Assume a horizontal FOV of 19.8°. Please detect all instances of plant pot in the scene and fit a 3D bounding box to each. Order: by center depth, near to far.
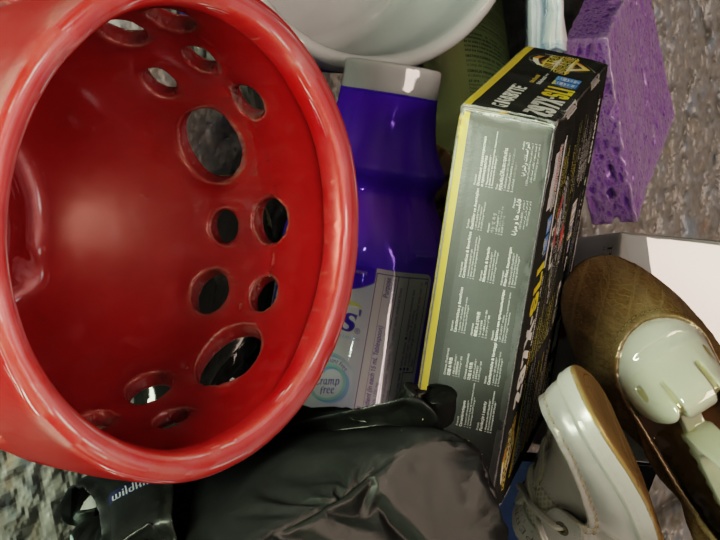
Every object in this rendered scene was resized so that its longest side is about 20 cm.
[{"bbox_3d":[-0.130,-0.018,0.848,0.200,0.182,0.201,-1,91,-49],"label":"plant pot"}]

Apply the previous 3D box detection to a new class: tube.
[{"bbox_3d":[0.059,-0.114,1.137,0.058,0.052,0.200,94,-7,-61],"label":"tube"}]

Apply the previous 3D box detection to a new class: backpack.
[{"bbox_3d":[-0.047,0.129,0.891,0.167,0.200,0.127,-22,98,-30],"label":"backpack"}]

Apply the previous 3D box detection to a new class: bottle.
[{"bbox_3d":[0.000,0.000,0.986,0.065,0.083,0.201,4,98,-46],"label":"bottle"}]

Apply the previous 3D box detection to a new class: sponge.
[{"bbox_3d":[0.156,-0.112,1.231,0.200,0.030,0.112,-56,137,-64],"label":"sponge"}]

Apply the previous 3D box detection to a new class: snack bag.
[{"bbox_3d":[0.102,-0.121,1.152,0.189,0.021,0.201,-39,128,-85],"label":"snack bag"}]

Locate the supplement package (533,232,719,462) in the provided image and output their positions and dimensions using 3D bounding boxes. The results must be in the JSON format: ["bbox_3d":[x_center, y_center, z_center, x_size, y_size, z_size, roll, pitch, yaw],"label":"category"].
[{"bbox_3d":[0.162,0.045,1.158,0.119,0.200,0.122,6,87,-12],"label":"supplement package"}]

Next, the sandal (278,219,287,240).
[{"bbox_3d":[0.016,-0.025,1.133,0.200,0.043,0.076,-22,118,-51],"label":"sandal"}]

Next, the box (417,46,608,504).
[{"bbox_3d":[0.071,0.004,0.995,0.160,0.049,0.201,-43,144,-67],"label":"box"}]

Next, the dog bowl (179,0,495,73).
[{"bbox_3d":[-0.014,-0.198,1.025,0.200,0.079,0.201,-4,96,-37],"label":"dog bowl"}]

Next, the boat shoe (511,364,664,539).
[{"bbox_3d":[0.109,0.119,1.014,0.200,0.069,0.071,64,9,-51],"label":"boat shoe"}]

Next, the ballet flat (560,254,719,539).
[{"bbox_3d":[0.168,0.081,1.018,0.068,0.072,0.200,-29,100,-5],"label":"ballet flat"}]

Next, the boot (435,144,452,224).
[{"bbox_3d":[0.022,0.030,1.073,0.107,0.075,0.201,-7,111,-67],"label":"boot"}]

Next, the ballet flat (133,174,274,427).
[{"bbox_3d":[-0.082,0.051,1.021,0.057,0.066,0.201,82,17,-85],"label":"ballet flat"}]

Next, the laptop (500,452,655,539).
[{"bbox_3d":[0.058,0.195,1.088,0.200,0.103,0.178,-42,152,-59],"label":"laptop"}]
